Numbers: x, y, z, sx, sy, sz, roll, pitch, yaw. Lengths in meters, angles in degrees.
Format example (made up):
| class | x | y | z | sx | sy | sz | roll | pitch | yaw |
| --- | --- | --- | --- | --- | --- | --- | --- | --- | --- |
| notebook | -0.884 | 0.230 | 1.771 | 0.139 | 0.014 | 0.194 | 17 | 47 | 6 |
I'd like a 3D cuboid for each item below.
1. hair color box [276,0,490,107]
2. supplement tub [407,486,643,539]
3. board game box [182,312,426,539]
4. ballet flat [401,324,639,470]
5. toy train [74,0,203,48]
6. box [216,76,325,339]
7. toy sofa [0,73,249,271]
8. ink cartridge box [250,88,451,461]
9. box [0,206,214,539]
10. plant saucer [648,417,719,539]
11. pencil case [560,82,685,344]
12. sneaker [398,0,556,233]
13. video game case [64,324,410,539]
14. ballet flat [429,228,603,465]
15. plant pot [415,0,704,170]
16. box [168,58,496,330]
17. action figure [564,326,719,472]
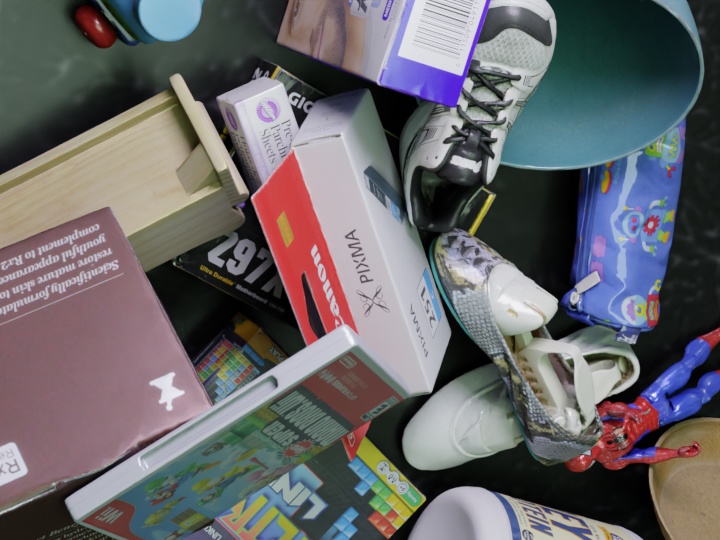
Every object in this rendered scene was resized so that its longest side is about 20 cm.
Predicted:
| class | x | y | z | sx | sy | sz | roll | pitch | yaw |
| --- | --- | --- | --- | --- | --- | --- | --- | --- | --- |
| hair color box | 0.016 | -0.182 | 1.354 | 0.065 | 0.200 | 0.109 | 16 | 97 | -23 |
| supplement tub | 0.142 | 0.256 | 1.544 | 0.200 | 0.145 | 0.145 | 18 | 96 | -25 |
| board game box | -0.076 | 0.158 | 1.481 | 0.165 | 0.057 | 0.200 | -47 | 115 | -7 |
| ballet flat | 0.127 | 0.100 | 1.544 | 0.200 | 0.069 | 0.069 | -25 | 111 | -15 |
| toy train | -0.182 | -0.232 | 1.308 | 0.085 | 0.116 | 0.200 | -42 | 114 | -8 |
| box | -0.045 | -0.035 | 1.402 | 0.041 | 0.039 | 0.200 | -24 | 111 | -16 |
| toy sofa | -0.181 | -0.041 | 1.360 | 0.200 | 0.098 | 0.083 | -28 | 69 | -3 |
| ink cartridge box | 0.000 | 0.000 | 1.361 | 0.045 | 0.176 | 0.200 | -13 | 111 | 18 |
| box | -0.199 | 0.096 | 1.306 | 0.166 | 0.200 | 0.164 | -23 | 67 | -16 |
| plant saucer | 0.308 | 0.206 | 1.598 | 0.200 | 0.200 | 0.035 | 12 | 134 | -24 |
| pencil case | 0.199 | -0.049 | 1.528 | 0.087 | 0.078 | 0.200 | -3 | 104 | -45 |
| sneaker | 0.081 | -0.101 | 1.356 | 0.076 | 0.088 | 0.200 | 12 | 141 | -10 |
| video game case | -0.071 | 0.109 | 1.246 | 0.200 | 0.143 | 0.017 | -32 | 69 | 4 |
| ballet flat | 0.123 | 0.050 | 1.466 | 0.072 | 0.072 | 0.200 | -32 | 106 | -12 |
| plant pot | 0.138 | -0.185 | 1.426 | 0.200 | 0.200 | 0.135 | 22 | 50 | -25 |
| box | -0.024 | -0.036 | 1.459 | 0.200 | 0.049 | 0.160 | 29 | 92 | -26 |
| action figure | 0.250 | 0.104 | 1.565 | 0.200 | 0.099 | 0.065 | -31 | 105 | -18 |
